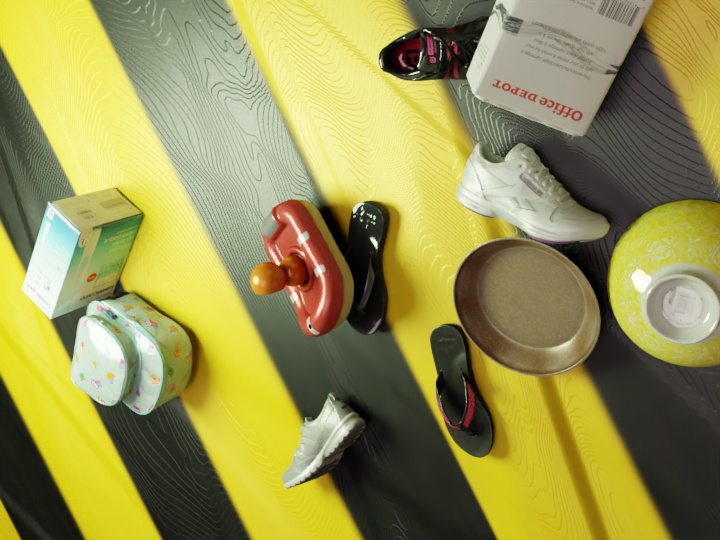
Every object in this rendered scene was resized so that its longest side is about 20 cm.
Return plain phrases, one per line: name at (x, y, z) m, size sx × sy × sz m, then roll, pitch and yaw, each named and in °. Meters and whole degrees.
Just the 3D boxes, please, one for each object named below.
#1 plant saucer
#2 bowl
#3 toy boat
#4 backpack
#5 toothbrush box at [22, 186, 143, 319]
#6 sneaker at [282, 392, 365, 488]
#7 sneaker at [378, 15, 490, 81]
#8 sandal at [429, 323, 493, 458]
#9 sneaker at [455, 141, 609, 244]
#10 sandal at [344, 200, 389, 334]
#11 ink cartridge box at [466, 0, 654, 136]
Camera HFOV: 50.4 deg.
plant saucer at (0.217, 0.043, 0.994) m, size 0.198 × 0.037 × 0.203 m, roll 17°, pitch 124°, yaw 27°
bowl at (0.373, 0.028, 0.869) m, size 0.198 × 0.107 × 0.203 m, roll 9°, pitch 109°, yaw 28°
toy boat at (-0.100, 0.004, 1.107) m, size 0.202 × 0.130 × 0.131 m, roll 61°, pitch 145°, yaw 12°
backpack at (-0.402, 0.153, 1.348) m, size 0.198 × 0.153 × 0.178 m, roll 24°, pitch 111°, yaw 15°
toothbrush box at (-0.487, -0.032, 1.339) m, size 0.085 × 0.146 × 0.201 m, roll 40°, pitch 120°, yaw 13°
sneaker at (-0.069, 0.279, 1.245) m, size 0.200 × 0.074 × 0.082 m, roll -50°, pitch 63°, yaw 26°
sneaker at (0.110, -0.267, 0.946) m, size 0.198 × 0.084 × 0.078 m, roll -5°, pitch 103°, yaw 32°
sandal at (0.136, 0.178, 1.094) m, size 0.074 × 0.045 × 0.203 m, roll -11°, pitch 99°, yaw 33°
sneaker at (0.214, -0.097, 0.943) m, size 0.198 × 0.075 × 0.101 m, roll 23°, pitch 116°, yaw 22°
sandal at (-0.001, -0.001, 1.120) m, size 0.075 × 0.043 × 0.203 m, roll 10°, pitch 110°, yaw 28°
ink cartridge box at (0.222, -0.272, 0.844) m, size 0.143 × 0.085 × 0.202 m, roll 18°, pitch 117°, yaw -9°
